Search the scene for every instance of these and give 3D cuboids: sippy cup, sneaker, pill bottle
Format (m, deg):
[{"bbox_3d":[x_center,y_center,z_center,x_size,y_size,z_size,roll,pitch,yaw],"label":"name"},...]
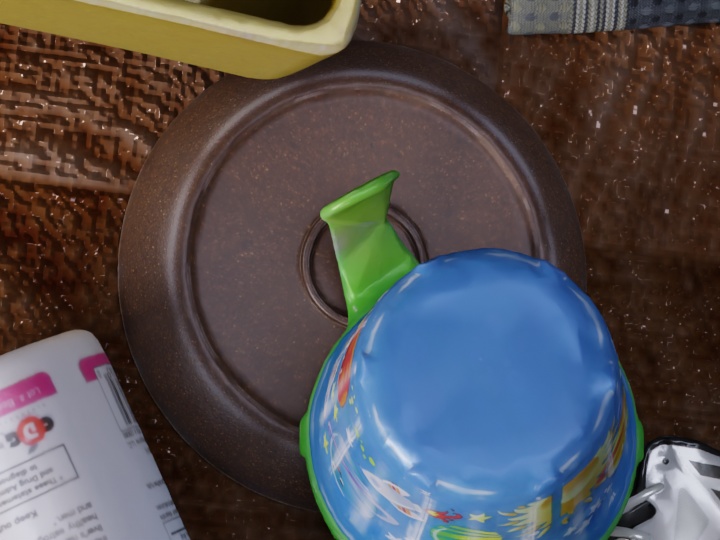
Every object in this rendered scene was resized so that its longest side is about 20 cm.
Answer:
[{"bbox_3d":[0.046,0.053,1.127,0.177,0.130,0.140,25,76,5],"label":"sippy cup"},{"bbox_3d":[0.100,0.137,1.207,0.200,0.076,0.116,-17,76,-18],"label":"sneaker"},{"bbox_3d":[-0.114,0.135,1.145,0.113,0.113,0.201,-24,86,-11],"label":"pill bottle"}]

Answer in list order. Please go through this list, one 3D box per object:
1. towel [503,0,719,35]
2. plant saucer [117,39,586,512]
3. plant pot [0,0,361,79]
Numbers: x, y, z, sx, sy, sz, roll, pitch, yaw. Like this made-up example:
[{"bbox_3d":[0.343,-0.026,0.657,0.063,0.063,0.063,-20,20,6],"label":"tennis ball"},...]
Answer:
[{"bbox_3d":[0.153,-0.189,1.213,0.191,0.201,0.035,-5,39,-7],"label":"towel"},{"bbox_3d":[0.000,0.000,1.222,0.199,0.034,0.202,1,83,-9],"label":"plant saucer"},{"bbox_3d":[-0.096,-0.176,1.145,0.194,0.200,0.195,12,81,-8],"label":"plant pot"}]
